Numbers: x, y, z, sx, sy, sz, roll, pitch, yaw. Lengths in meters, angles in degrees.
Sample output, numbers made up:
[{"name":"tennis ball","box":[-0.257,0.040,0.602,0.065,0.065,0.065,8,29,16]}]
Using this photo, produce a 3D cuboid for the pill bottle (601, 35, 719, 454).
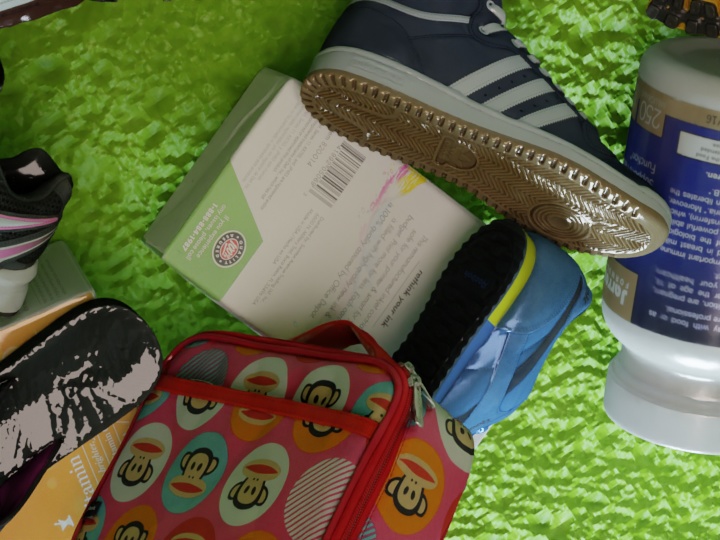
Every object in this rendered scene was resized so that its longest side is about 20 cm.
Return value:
[{"name":"pill bottle","box":[0.189,-0.013,1.413,0.115,0.116,0.201,5,109,-9]}]

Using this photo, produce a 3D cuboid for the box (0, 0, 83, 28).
[{"name":"box","box":[-0.189,-0.221,1.243,0.074,0.100,0.201,-18,69,-4]}]

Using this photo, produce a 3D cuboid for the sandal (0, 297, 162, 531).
[{"name":"sandal","box":[-0.183,0.090,1.325,0.200,0.048,0.075,-42,113,-2]}]

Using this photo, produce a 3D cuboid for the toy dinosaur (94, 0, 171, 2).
[{"name":"toy dinosaur","box":[-0.131,-0.202,1.322,0.199,0.102,0.137,2,92,17]}]

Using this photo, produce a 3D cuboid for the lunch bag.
[{"name":"lunch bag","box":[-0.038,0.103,1.302,0.082,0.199,0.177,40,70,-35]}]

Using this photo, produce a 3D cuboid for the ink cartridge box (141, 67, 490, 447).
[{"name":"ink cartridge box","box":[0.000,0.000,1.408,0.200,0.067,0.117,37,87,-17]}]

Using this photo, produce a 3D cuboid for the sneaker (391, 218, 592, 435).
[{"name":"sneaker","box":[0.043,0.070,1.362,0.078,0.066,0.200,37,93,-37]}]

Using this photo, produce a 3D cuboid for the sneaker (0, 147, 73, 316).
[{"name":"sneaker","box":[-0.220,-0.050,1.283,0.200,0.080,0.087,18,113,-51]}]

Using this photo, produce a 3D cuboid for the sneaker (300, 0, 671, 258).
[{"name":"sneaker","box":[0.077,-0.091,1.363,0.199,0.109,0.070,25,148,-5]}]

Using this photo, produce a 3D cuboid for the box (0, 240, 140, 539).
[{"name":"box","box":[-0.216,0.088,1.394,0.199,0.097,0.125,-24,111,-8]}]

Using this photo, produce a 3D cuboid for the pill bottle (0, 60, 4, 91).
[{"name":"pill bottle","box":[-0.286,-0.099,1.326,0.199,0.112,0.112,-23,111,2]}]

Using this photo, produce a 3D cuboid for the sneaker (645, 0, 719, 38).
[{"name":"sneaker","box":[0.236,-0.149,1.360,0.199,0.082,0.078,22,126,11]}]
